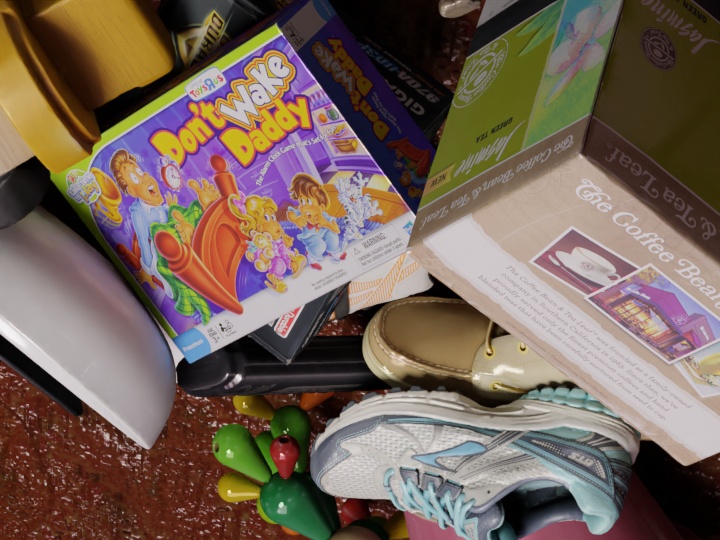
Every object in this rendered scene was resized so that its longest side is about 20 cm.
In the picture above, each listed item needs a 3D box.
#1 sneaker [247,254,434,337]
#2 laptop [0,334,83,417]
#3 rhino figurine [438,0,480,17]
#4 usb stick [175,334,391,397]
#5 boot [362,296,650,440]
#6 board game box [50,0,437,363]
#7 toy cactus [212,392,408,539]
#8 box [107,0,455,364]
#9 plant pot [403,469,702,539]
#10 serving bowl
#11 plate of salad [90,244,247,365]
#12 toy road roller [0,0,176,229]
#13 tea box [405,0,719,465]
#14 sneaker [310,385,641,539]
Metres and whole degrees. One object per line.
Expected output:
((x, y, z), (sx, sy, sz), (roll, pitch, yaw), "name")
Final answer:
((0.000, 0.000, 1.540), (0.080, 0.074, 0.200), (28, 143, -16), "sneaker")
((-0.283, 0.031, 1.677), (0.199, 0.104, 0.177), (-23, 127, 42), "laptop")
((0.097, -0.200, 1.238), (0.060, 0.088, 0.200), (-5, 161, -41), "rhino figurine")
((-0.028, 0.056, 1.566), (0.055, 0.033, 0.199), (-14, 171, 37), "usb stick")
((0.107, 0.025, 1.518), (0.199, 0.073, 0.156), (13, 147, 0), "boot")
((-0.058, -0.046, 1.392), (0.200, 0.045, 0.135), (-28, 103, 42), "board game box")
((-0.014, 0.156, 1.686), (0.102, 0.165, 0.200), (-37, 141, -1), "toy cactus")
((-0.056, -0.066, 1.441), (0.159, 0.046, 0.200), (37, 134, 6), "box")
((0.115, 0.184, 1.642), (0.199, 0.200, 0.180), (-8, 120, 31), "plant pot")
((-0.174, 0.012, 1.477), (0.200, 0.066, 0.200), (38, 173, 6), "serving bowl")
((-0.145, 0.017, 1.629), (0.199, 0.048, 0.200), (23, 163, 7), "plate of salad")
((-0.183, -0.131, 1.395), (0.145, 0.200, 0.123), (-28, 132, 5), "toy road roller")
((0.155, -0.049, 1.305), (0.200, 0.197, 0.133), (37, 139, -22), "tea box")
((0.061, 0.118, 1.527), (0.199, 0.087, 0.078), (-7, 145, 21), "sneaker")
